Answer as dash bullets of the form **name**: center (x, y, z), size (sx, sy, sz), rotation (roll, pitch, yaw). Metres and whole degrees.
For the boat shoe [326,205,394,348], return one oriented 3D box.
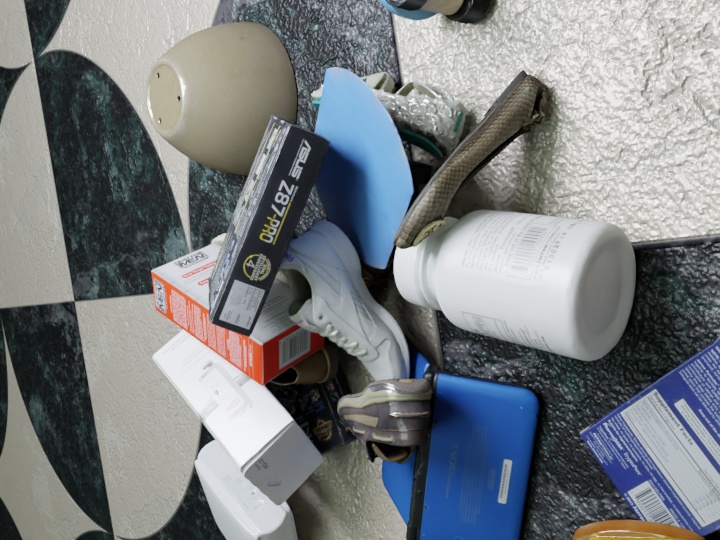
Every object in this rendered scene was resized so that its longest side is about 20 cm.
- **boat shoe**: center (0.000, 0.000, 0.823), size (0.067, 0.072, 0.202), rotation (17, 111, 42)

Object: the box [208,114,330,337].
- **box**: center (-0.101, -0.053, 0.738), size (0.202, 0.049, 0.161), rotation (-67, 19, 8)

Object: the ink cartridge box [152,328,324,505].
- **ink cartridge box**: center (-0.147, 0.172, 0.891), size (0.200, 0.083, 0.147), rotation (41, 165, 32)

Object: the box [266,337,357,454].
- **box**: center (-0.100, 0.160, 0.979), size (0.200, 0.049, 0.200), rotation (-36, 73, 43)

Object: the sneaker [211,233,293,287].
- **sneaker**: center (-0.097, -0.022, 0.914), size (0.199, 0.084, 0.076), rotation (18, 123, 38)

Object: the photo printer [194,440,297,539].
- **photo printer**: center (-0.154, 0.350, 1.021), size (0.166, 0.069, 0.201), rotation (38, 148, 33)

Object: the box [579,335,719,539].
- **box**: center (0.283, 0.133, 0.580), size (0.122, 0.032, 0.200), rotation (58, 136, 21)

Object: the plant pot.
- **plant pot**: center (-0.195, -0.221, 0.940), size (0.199, 0.134, 0.202), rotation (12, 107, 44)

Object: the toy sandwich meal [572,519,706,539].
- **toy sandwich meal**: center (0.244, 0.301, 0.621), size (0.203, 0.070, 0.207), rotation (15, 130, 19)

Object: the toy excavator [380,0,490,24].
- **toy excavator**: center (0.041, -0.352, 0.702), size (0.200, 0.099, 0.196), rotation (36, 122, 46)

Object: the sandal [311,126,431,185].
- **sandal**: center (-0.007, -0.135, 0.807), size (0.199, 0.075, 0.048), rotation (16, 111, 34)

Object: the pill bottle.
- **pill bottle**: center (0.131, 0.004, 0.655), size (0.199, 0.114, 0.116), rotation (12, 107, 44)

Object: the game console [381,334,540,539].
- **game console**: center (0.100, 0.188, 0.796), size (0.169, 0.118, 0.202), rotation (8, 107, 13)

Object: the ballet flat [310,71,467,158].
- **ballet flat**: center (0.033, -0.174, 0.771), size (0.199, 0.071, 0.072), rotation (28, 118, 37)

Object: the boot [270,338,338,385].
- **boot**: center (-0.121, 0.085, 0.902), size (0.199, 0.075, 0.074), rotation (23, 114, 40)

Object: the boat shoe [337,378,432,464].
- **boat shoe**: center (0.020, 0.162, 0.748), size (0.200, 0.074, 0.074), rotation (121, 148, -68)

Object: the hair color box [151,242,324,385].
- **hair color box**: center (-0.146, 0.045, 0.857), size (0.199, 0.101, 0.062), rotation (29, 130, 33)

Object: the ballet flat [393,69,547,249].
- **ballet flat**: center (0.102, -0.093, 0.650), size (0.046, 0.200, 0.067), rotation (39, 171, 0)

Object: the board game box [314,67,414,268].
- **board game box**: center (0.011, -0.101, 0.720), size (0.159, 0.039, 0.201), rotation (56, 152, 25)

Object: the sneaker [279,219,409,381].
- **sneaker**: center (-0.023, 0.052, 0.762), size (0.075, 0.099, 0.201), rotation (-16, 107, 58)
